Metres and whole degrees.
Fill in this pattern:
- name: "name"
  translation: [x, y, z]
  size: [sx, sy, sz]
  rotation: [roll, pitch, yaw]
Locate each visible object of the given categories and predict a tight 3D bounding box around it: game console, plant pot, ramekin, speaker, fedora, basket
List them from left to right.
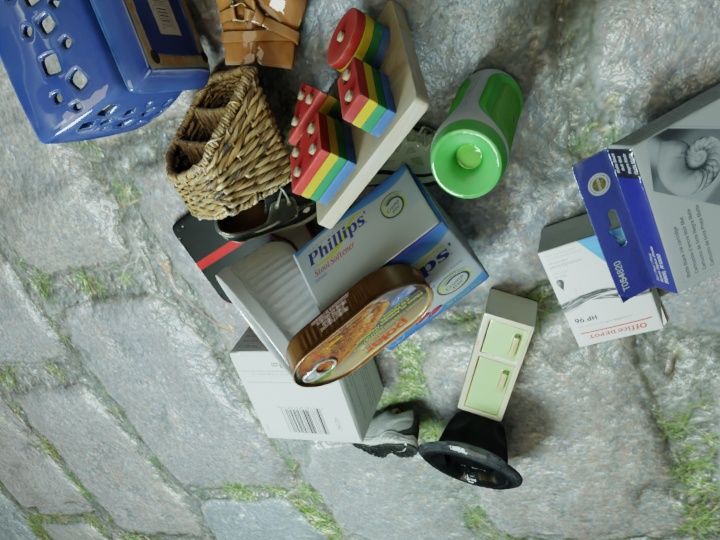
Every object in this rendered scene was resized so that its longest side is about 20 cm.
- name: "plant pot"
  translation: [-0.316, -0.293, 0.745]
  size: [0.176, 0.200, 0.204]
  rotation: [-16, 102, 21]
- name: "basket"
  translation: [-0.196, -0.167, 0.779]
  size: [0.199, 0.141, 0.151]
  rotation: [27, 145, 57]
- name: "game console"
  translation: [-0.207, -0.043, 0.992]
  size: [0.198, 0.031, 0.179]
  rotation: [-26, 104, 33]
- name: "ramekin"
  translation: [-0.105, 0.055, 0.841]
  size: [0.201, 0.104, 0.201]
  rotation: [48, 165, 16]
- name: "fedora"
  translation: [0.190, 0.295, 0.997]
  size: [0.196, 0.093, 0.202]
  rotation: [17, 153, 9]
- name: "speaker"
  translation: [0.134, -0.160, 0.660]
  size: [0.086, 0.201, 0.090]
  rotation: [10, 127, 14]

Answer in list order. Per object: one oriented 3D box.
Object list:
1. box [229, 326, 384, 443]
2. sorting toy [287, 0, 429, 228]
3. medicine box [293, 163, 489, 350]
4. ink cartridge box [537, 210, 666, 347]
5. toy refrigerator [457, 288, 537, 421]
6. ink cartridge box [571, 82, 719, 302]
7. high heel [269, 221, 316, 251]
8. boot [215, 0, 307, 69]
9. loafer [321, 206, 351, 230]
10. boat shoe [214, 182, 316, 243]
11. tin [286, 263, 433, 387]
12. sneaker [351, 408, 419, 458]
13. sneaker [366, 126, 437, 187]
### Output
- name: "box"
  translation: [-0.086, 0.177, 1.021]
  size: [0.194, 0.131, 0.204]
  rotation: [-4, 120, 24]
- name: "sorting toy"
  translation: [-0.020, -0.194, 0.695]
  size: [0.068, 0.202, 0.200]
  rotation: [18, 134, -28]
- name: "medicine box"
  translation: [0.046, -0.006, 0.766]
  size: [0.181, 0.104, 0.199]
  rotation: [-37, 149, 12]
- name: "ink cartridge box"
  translation: [0.329, 0.026, 0.791]
  size: [0.114, 0.068, 0.202]
  rotation: [-19, 114, 31]
- name: "toy refrigerator"
  translation: [0.209, 0.136, 0.914]
  size: [0.074, 0.070, 0.204]
  rotation: [16, 126, 11]
- name: "ink cartridge box"
  translation: [0.367, -0.079, 0.674]
  size: [0.197, 0.041, 0.202]
  rotation: [-28, 111, 8]
- name: "high heel"
  translation: [-0.102, -0.045, 0.888]
  size: [0.067, 0.096, 0.202]
  rotation: [-34, 101, 8]
- name: "boot"
  translation: [-0.162, -0.336, 0.725]
  size: [0.195, 0.074, 0.158]
  rotation: [12, 112, 10]
- name: "loafer"
  translation: [0.000, 0.000, 0.905]
  size: [0.072, 0.073, 0.201]
  rotation: [-25, 111, 32]
- name: "boat shoe"
  translation: [-0.116, -0.098, 0.849]
  size: [0.196, 0.068, 0.073]
  rotation: [-25, 79, 5]
- name: "tin"
  translation: [-0.003, 0.067, 0.695]
  size: [0.199, 0.042, 0.111]
  rotation: [-39, 144, 15]
- name: "sneaker"
  translation: [0.041, 0.300, 1.099]
  size: [0.073, 0.081, 0.198]
  rotation: [35, 147, -28]
- name: "sneaker"
  translation: [0.053, -0.174, 0.763]
  size: [0.196, 0.076, 0.117]
  rotation: [-1, 124, 26]
